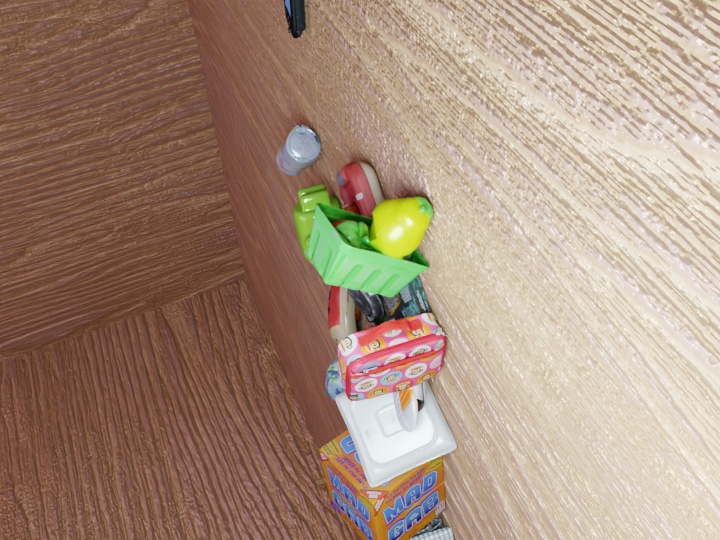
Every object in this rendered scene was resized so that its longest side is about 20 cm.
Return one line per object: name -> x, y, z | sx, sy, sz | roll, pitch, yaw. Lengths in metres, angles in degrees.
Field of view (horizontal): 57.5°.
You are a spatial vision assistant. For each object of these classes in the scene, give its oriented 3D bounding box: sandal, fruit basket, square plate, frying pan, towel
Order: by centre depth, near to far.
fruit basket -> 0.033, -0.063, 1.115 | 0.156, 0.213, 0.217 | -126, 23, -43
sandal -> 0.099, 0.214, 1.308 | 0.079, 0.058, 0.209 | 126, 141, -52
square plate -> 0.068, 0.308, 1.342 | 0.202, 0.196, 0.028 | 66, -176, 19
frying pan -> 0.009, 0.077, 1.429 | 0.115, 0.031, 0.191 | 45, 157, 27
towel -> 0.148, 0.705, 1.582 | 0.086, 0.164, 0.203 | -136, 31, -70

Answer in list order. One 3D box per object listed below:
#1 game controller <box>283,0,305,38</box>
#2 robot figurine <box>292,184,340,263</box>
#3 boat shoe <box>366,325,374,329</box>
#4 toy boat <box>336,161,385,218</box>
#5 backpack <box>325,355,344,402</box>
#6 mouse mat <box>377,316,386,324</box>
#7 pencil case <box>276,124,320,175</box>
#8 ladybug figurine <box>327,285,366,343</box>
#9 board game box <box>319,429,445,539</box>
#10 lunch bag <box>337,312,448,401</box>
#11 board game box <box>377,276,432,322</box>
game controller -> -0.143, -0.579, 1.328 | 0.201, 0.042, 0.105 | 92, 155, -50
robot figurine -> -0.096, -0.100, 1.577 | 0.176, 0.114, 0.202 | -118, 14, -60
boat shoe -> 0.050, 0.223, 1.556 | 0.069, 0.070, 0.203 | -77, -23, -68
toy boat -> -0.019, -0.103, 1.281 | 0.130, 0.129, 0.202 | 153, 99, -74
backpack -> 0.018, 0.258, 1.458 | 0.200, 0.153, 0.164 | 47, 156, 23
mouse mat -> 0.073, 0.126, 1.465 | 0.201, 0.007, 0.162 | 101, 147, -63
pencil case -> -0.158, -0.295, 1.631 | 0.092, 0.082, 0.200 | 65, 165, -3
ladybug figurine -> -0.033, 0.087, 1.542 | 0.136, 0.071, 0.203 | 53, -143, -61
board game box -> 0.053, 0.477, 1.498 | 0.199, 0.199, 0.202 | 32, 140, 44
lunch bag -> 0.056, 0.150, 1.193 | 0.177, 0.198, 0.082 | 91, 159, -52
board game box -> 0.075, 0.044, 1.306 | 0.200, 0.028, 0.137 | 136, 114, -71
